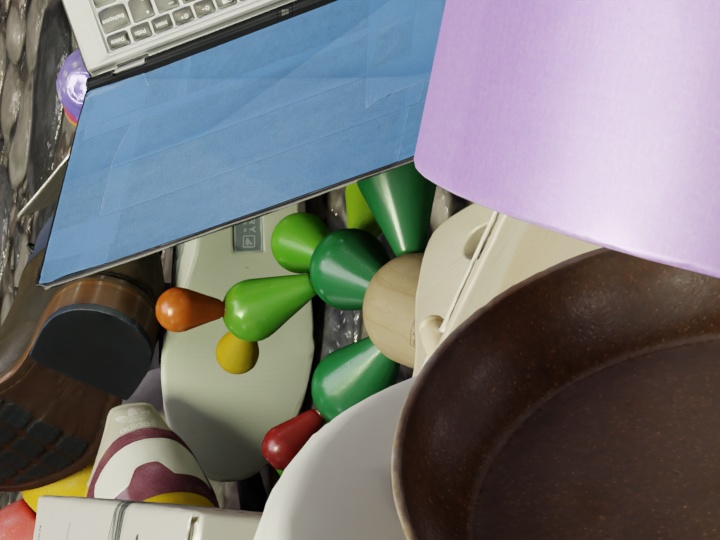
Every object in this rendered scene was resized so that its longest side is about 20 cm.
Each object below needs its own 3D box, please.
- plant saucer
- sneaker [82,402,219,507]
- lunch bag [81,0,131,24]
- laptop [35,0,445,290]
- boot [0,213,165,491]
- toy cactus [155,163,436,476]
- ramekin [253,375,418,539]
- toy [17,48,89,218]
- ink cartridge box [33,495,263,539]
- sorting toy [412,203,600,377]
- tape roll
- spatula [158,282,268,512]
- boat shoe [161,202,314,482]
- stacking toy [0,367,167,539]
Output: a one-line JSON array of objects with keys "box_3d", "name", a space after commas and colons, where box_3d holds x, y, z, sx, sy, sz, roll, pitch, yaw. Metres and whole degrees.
[{"box_3d": [0.107, 0.057, 0.678, 0.201, 0.199, 0.035, -113, 17, -52], "name": "plant saucer"}, {"box_3d": [-0.095, 0.147, 1.249, 0.201, 0.075, 0.090, 102, 155, -46], "name": "sneaker"}, {"box_3d": [-0.050, -0.206, 1.157, 0.201, 0.127, 0.170, -70, -13, 14], "name": "lunch bag"}, {"box_3d": [-0.053, -0.122, 1.019, 0.201, 0.187, 0.116, 71, -159, -2], "name": "laptop"}, {"box_3d": [-0.142, 0.033, 1.306, 0.200, 0.075, 0.097, -40, 27, 48], "name": "boot"}, {"box_3d": [0.000, 0.000, 1.097, 0.165, 0.102, 0.201, 31, 103, 56], "name": "toy cactus"}, {"box_3d": [0.058, 0.110, 0.726, 0.201, 0.199, 0.098, -112, 22, -51], "name": "ramekin"}, {"box_3d": [-0.107, -0.093, 1.264, 0.115, 0.047, 0.200, -49, -5, 15], "name": "toy"}, {"box_3d": [-0.035, 0.136, 1.042, 0.200, 0.144, 0.085, 173, 104, -67], "name": "ink cartridge box"}, {"box_3d": [0.060, -0.001, 0.934, 0.180, 0.106, 0.201, -99, 27, -51], "name": "sorting toy"}, {"box_3d": [0.116, -0.036, 0.657, 0.200, 0.199, 0.066, -150, 69, -66], "name": "tape roll"}, {"box_3d": [-0.064, 0.083, 1.280, 0.021, 0.057, 0.200, -34, 45, 10], "name": "spatula"}, {"box_3d": [-0.054, -0.002, 1.262, 0.072, 0.070, 0.202, 101, 172, -85], "name": "boat shoe"}, {"box_3d": [-0.136, 0.139, 1.357, 0.201, 0.146, 0.146, -61, 25, 7], "name": "stacking toy"}]
